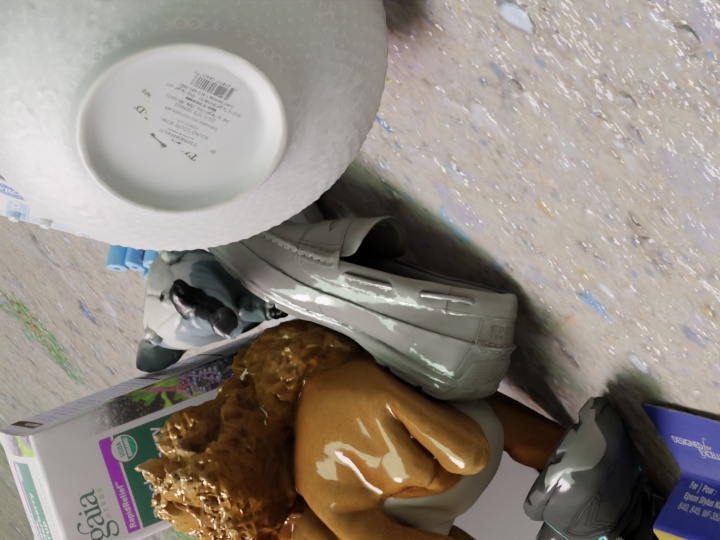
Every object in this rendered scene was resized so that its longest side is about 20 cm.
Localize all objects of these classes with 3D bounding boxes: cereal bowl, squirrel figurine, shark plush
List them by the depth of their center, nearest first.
[{"bbox_3d":[-0.083,-0.085,1.257,0.083,0.200,0.200,-99,-18,-52],"label":"cereal bowl"},{"bbox_3d":[-0.017,0.133,1.518,0.200,0.187,0.142,29,-169,15],"label":"squirrel figurine"},{"bbox_3d":[-0.076,0.008,1.544,0.083,0.091,0.200,7,171,-5],"label":"shark plush"}]

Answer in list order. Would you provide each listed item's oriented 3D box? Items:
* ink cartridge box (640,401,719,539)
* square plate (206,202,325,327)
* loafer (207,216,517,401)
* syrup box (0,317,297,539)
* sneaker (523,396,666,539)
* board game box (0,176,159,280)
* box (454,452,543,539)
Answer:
[{"bbox_3d":[0.228,0.162,1.364,0.200,0.047,0.198,50,164,-21],"label":"ink cartridge box"},{"bbox_3d":[-0.069,-0.029,1.664,0.200,0.028,0.198,34,159,34],"label":"square plate"},{"bbox_3d":[0.000,0.000,1.494,0.200,0.070,0.070,28,-164,26],"label":"loafer"},{"bbox_3d":[-0.097,0.095,1.601,0.081,0.200,0.079,-3,106,69],"label":"syrup box"},{"bbox_3d":[0.137,0.124,1.476,0.079,0.075,0.200,31,168,16],"label":"sneaker"},{"bbox_3d":[-0.198,-0.057,1.631,0.200,0.026,0.200,15,160,-5],"label":"board game box"},{"bbox_3d":[0.038,0.158,1.703,0.152,0.106,0.200,49,163,-9],"label":"box"}]
